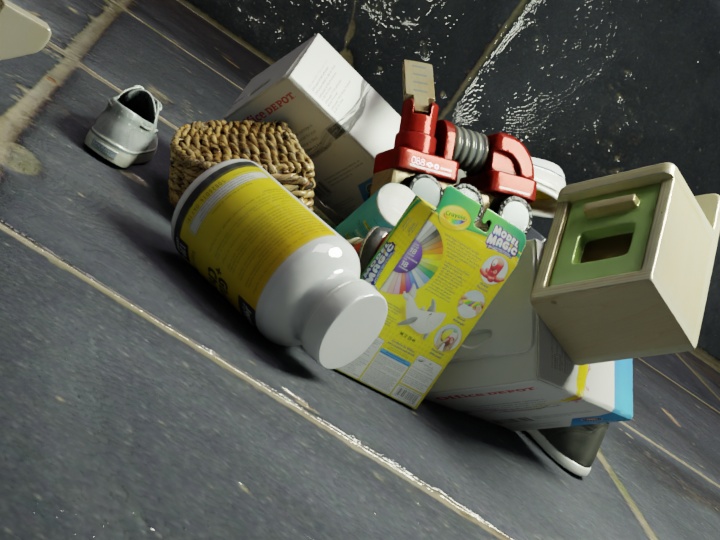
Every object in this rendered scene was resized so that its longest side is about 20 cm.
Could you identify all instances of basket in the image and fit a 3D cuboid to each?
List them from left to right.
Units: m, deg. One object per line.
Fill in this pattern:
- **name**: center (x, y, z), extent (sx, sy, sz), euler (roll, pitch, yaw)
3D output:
- **basket**: center (-0.133, -0.067, 1.435), extent (0.142, 0.150, 0.200), euler (-2, 21, -13)

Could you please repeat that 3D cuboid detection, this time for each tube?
- **tube**: center (-0.001, -0.029, 1.447), extent (0.077, 0.050, 0.200), euler (43, -33, -2)

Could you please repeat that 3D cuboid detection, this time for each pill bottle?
- **pill bottle**: center (-0.071, -0.004, 1.203), extent (0.200, 0.112, 0.112), euler (41, 12, 30)

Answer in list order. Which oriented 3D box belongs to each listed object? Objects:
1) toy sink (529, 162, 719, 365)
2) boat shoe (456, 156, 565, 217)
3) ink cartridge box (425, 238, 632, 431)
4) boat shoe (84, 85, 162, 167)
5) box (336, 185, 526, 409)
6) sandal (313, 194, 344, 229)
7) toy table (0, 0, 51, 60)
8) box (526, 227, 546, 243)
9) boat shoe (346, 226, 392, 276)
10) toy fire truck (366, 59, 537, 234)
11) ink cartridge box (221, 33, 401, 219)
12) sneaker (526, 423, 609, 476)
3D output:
- **toy sink**: center (0.261, -0.025, 1.311), extent (0.130, 0.201, 0.112), euler (-10, -48, 37)
- **boat shoe**: center (0.152, -0.097, 1.611), extent (0.201, 0.075, 0.086), euler (13, 44, -14)
- **ink cartridge box**: center (0.171, 0.073, 1.396), extent (0.146, 0.147, 0.200), euler (-11, -22, 36)
- **boat shoe**: center (-0.245, -0.162, 1.467), extent (0.070, 0.072, 0.201), euler (34, 10, -7)
- **box**: center (0.059, 0.020, 1.265), extent (0.117, 0.200, 0.048), euler (30, 12, -32)
- **sandal**: center (-0.058, -0.045, 1.563), extent (0.080, 0.057, 0.201), euler (35, -7, 5)
- **toy table**: center (-0.366, -0.200, 1.122), extent (0.184, 0.117, 0.200), euler (25, 16, -46)
- **box**: center (0.137, -0.013, 1.727), extent (0.200, 0.117, 0.197), euler (41, -14, 28)
- **boat shoe**: center (0.000, 0.000, 1.379), extent (0.062, 0.071, 0.200), euler (38, -19, 8)
- **toy fire truck**: center (0.100, -0.139, 1.495), extent (0.175, 0.201, 0.129), euler (12, -9, -25)
- **ink cartridge box**: center (-0.037, -0.155, 1.563), extent (0.200, 0.084, 0.145), euler (43, -37, -18)
- **sneaker**: center (0.211, 0.135, 1.533), extent (0.200, 0.099, 0.071), euler (42, 14, 37)
